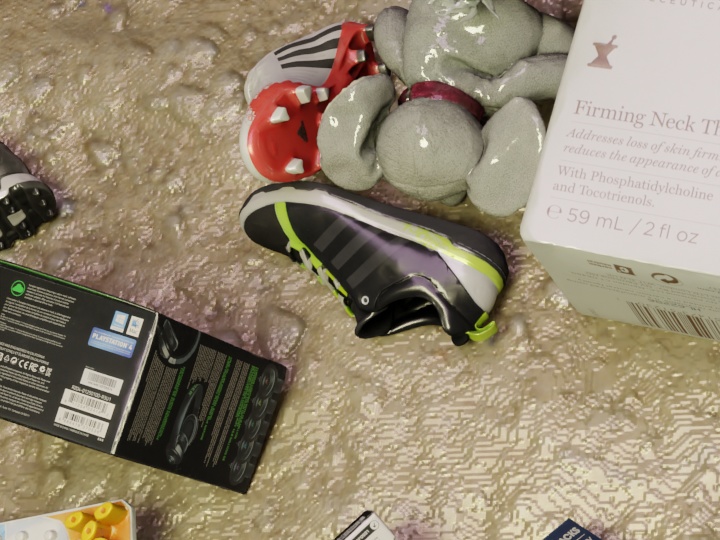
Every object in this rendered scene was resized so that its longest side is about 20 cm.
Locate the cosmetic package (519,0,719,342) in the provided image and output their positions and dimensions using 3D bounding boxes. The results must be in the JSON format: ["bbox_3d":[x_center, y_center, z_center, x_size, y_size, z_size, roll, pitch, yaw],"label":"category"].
[{"bbox_3d":[0.216,-0.072,1.525,0.167,0.166,0.200,11,76,22],"label":"cosmetic package"}]

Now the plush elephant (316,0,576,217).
[{"bbox_3d":[0.065,-0.106,1.627,0.165,0.200,0.155,21,88,19],"label":"plush elephant"}]

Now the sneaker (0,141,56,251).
[{"bbox_3d":[-0.317,-0.029,1.760,0.200,0.066,0.091,-30,54,-4],"label":"sneaker"}]

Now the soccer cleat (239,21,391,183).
[{"bbox_3d":[-0.048,-0.111,1.678,0.085,0.069,0.200,-6,27,27],"label":"soccer cleat"}]

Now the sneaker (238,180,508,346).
[{"bbox_3d":[0.000,0.000,1.632,0.200,0.072,0.083,13,70,25],"label":"sneaker"}]

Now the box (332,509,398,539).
[{"bbox_3d":[-0.032,0.251,1.492,0.200,0.035,0.110,-41,93,-7],"label":"box"}]

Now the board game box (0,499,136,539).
[{"bbox_3d":[-0.229,0.254,1.556,0.200,0.026,0.200,-13,68,22],"label":"board game box"}]

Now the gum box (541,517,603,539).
[{"bbox_3d":[0.142,0.246,1.421,0.200,0.045,0.170,32,47,31],"label":"gum box"}]

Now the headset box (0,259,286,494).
[{"bbox_3d":[-0.166,0.066,1.582,0.174,0.200,0.093,16,85,26],"label":"headset box"}]
